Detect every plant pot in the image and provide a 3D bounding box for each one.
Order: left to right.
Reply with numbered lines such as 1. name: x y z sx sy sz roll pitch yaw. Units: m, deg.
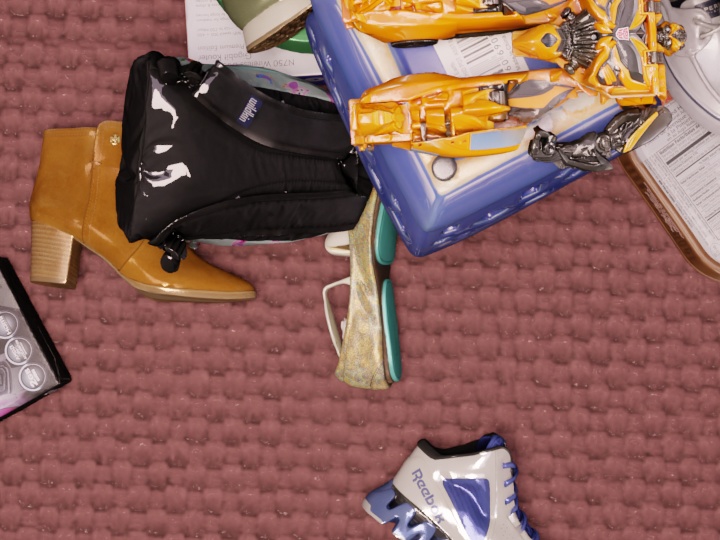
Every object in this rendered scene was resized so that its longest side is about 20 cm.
1. plant pot: 0.080 -0.137 0.806 0.199 0.180 0.201 -26 90 3

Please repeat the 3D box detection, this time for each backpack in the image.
1. backpack: -0.088 -0.096 0.947 0.198 0.127 0.168 1 117 -25

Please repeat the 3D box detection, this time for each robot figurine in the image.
1. robot figurine: 0.090 -0.126 0.686 0.198 0.058 0.147 -5 93 4

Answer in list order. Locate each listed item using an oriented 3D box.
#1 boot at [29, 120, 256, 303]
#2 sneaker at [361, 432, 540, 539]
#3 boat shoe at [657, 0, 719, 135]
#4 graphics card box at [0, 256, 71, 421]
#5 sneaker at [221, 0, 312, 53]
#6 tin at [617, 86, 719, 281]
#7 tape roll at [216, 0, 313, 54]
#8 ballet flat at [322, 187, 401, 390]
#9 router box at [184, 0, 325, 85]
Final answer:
1. boot: -0.179 -0.050 1.005 0.199 0.071 0.146 8 82 -4
2. sneaker: 0.112 0.202 0.990 0.198 0.081 0.116 32 90 3
3. boat shoe: 0.278 -0.205 0.986 0.073 0.065 0.201 -22 72 -12
4. graphics card box: -0.362 0.089 1.008 0.199 0.051 0.126 -28 88 -2
5. sneaker: -0.026 -0.256 0.906 0.199 0.067 0.090 -32 89 11
6. tin: 0.301 -0.083 1.023 0.112 0.042 0.201 -35 88 -5
7. tape roll: -0.038 -0.281 0.973 0.198 0.048 0.203 0 88 -1
8. ballet flat: 0.000 0.000 1.007 0.070 0.071 0.202 -1 88 0
9. router box: -0.051 -0.251 1.021 0.198 0.049 0.181 -4 88 0
